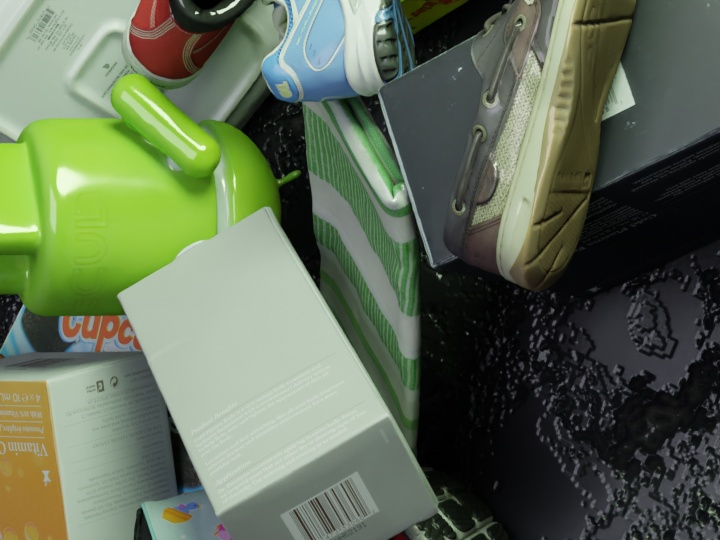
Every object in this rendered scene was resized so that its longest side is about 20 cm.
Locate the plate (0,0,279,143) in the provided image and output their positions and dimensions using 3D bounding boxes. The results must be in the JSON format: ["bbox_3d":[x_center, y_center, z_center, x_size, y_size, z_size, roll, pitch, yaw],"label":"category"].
[{"bbox_3d":[-0.150,-0.127,1.156,0.200,0.199,0.032,-50,29,17],"label":"plate"}]

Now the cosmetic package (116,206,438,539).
[{"bbox_3d":[-0.049,0.067,1.017,0.106,0.090,0.200,-29,39,-1],"label":"cosmetic package"}]

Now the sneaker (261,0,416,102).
[{"bbox_3d":[-0.017,-0.165,1.027,0.076,0.076,0.201,-15,38,12],"label":"sneaker"}]

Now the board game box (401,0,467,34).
[{"bbox_3d":[0.017,-0.251,1.133,0.101,0.047,0.202,-27,71,40],"label":"board game box"}]

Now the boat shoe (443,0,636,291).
[{"bbox_3d":[0.081,-0.094,0.861,0.064,0.072,0.202,14,97,28],"label":"boat shoe"}]

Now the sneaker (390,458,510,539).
[{"bbox_3d":[0.050,0.193,1.062,0.085,0.077,0.201,-49,60,27],"label":"sneaker"}]

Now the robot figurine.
[{"bbox_3d":[-0.136,-0.032,1.111,0.176,0.198,0.116,118,143,-51],"label":"robot figurine"}]

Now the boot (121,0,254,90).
[{"bbox_3d":[-0.062,-0.208,1.058,0.201,0.072,0.144,-66,12,-20],"label":"boot"}]

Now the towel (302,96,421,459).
[{"bbox_3d":[0.000,0.000,1.048,0.153,0.023,0.201,-121,24,-48],"label":"towel"}]

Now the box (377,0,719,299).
[{"bbox_3d":[0.144,-0.076,0.967,0.199,0.182,0.105,-26,71,26],"label":"box"}]

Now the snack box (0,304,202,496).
[{"bbox_3d":[-0.140,0.059,1.213,0.200,0.037,0.117,35,103,30],"label":"snack box"}]

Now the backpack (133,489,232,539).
[{"bbox_3d":[-0.053,0.216,1.056,0.152,0.177,0.200,-21,47,-12],"label":"backpack"}]

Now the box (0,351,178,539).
[{"bbox_3d":[-0.187,0.157,1.165,0.124,0.097,0.202,-3,96,40],"label":"box"}]

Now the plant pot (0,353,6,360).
[{"bbox_3d":[-0.334,0.137,1.247,0.182,0.199,0.202,3,86,47],"label":"plant pot"}]
